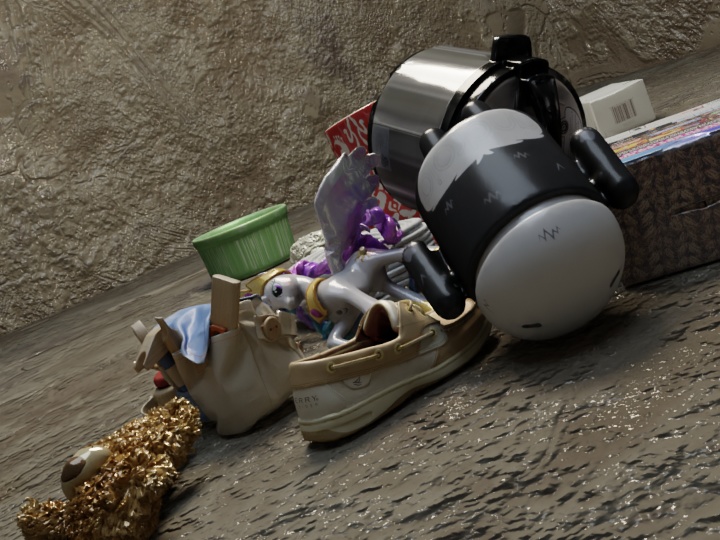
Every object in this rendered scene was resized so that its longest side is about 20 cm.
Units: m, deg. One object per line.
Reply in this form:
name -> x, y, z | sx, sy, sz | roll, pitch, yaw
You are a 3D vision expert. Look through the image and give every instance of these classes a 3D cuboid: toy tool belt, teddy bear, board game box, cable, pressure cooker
toy tool belt -> -0.142, 0.067, 0.808 | 0.198, 0.124, 0.125 | -11, 22, 47
teddy bear -> -0.180, 0.144, 0.666 | 0.143, 0.068, 0.200 | -22, 8, 11
board game box -> 0.288, -0.079, 0.794 | 0.157, 0.098, 0.200 | -18, 10, 18
cable -> -0.003, -0.001, 1.094 | 0.197, 0.070, 0.200 | -19, 10, 16
pressure cooker -> 0.121, -0.121, 0.886 | 0.179, 0.176, 0.199 | -51, 34, -8

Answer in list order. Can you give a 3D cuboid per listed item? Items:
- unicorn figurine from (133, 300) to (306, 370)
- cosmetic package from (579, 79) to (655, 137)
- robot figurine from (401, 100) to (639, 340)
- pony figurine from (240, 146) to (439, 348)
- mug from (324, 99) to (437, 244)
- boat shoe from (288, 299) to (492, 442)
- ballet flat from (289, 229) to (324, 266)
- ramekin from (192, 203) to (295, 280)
unicorn figurine -> -0.115, 0.069, 0.953 | 0.136, 0.075, 0.200 | -25, 5, 32
cosmetic package -> 0.475, -0.306, 1.743 | 0.111, 0.082, 0.200 | -23, 10, 2
robot figurine -> 0.117, -0.040, 0.699 | 0.123, 0.201, 0.151 | 4, -50, -33
pony figurine -> 0.000, 0.000, 0.860 | 0.198, 0.168, 0.193 | 15, 45, 38
mug -> 0.058, -0.131, 1.237 | 0.177, 0.202, 0.133 | -33, 6, -37
boat shoe -> 0.026, 0.056, 0.695 | 0.199, 0.070, 0.073 | -29, 12, -40
ballet flat -> -0.027, -0.029, 1.345 | 0.198, 0.073, 0.072 | -17, 10, 24
ramekin -> -0.221, -0.049, 1.783 | 0.197, 0.099, 0.200 | -21, 9, 4
